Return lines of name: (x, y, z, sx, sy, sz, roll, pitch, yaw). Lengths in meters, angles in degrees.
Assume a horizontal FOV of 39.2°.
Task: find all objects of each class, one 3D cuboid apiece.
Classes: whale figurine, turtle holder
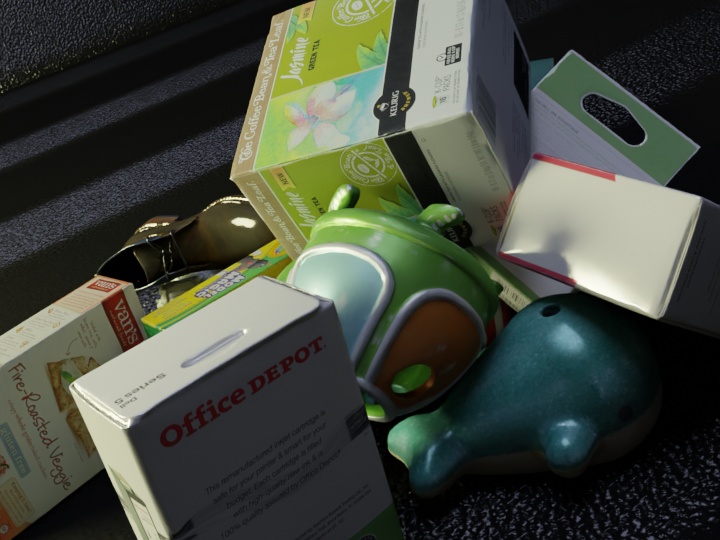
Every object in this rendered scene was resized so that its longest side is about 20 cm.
whale figurine: (0.112, 0.085, 0.716, 0.199, 0.104, 0.159, -21, 26, -6)
turtle holder: (-0.002, 0.025, 0.714, 0.184, 0.141, 0.132, 21, 68, 16)

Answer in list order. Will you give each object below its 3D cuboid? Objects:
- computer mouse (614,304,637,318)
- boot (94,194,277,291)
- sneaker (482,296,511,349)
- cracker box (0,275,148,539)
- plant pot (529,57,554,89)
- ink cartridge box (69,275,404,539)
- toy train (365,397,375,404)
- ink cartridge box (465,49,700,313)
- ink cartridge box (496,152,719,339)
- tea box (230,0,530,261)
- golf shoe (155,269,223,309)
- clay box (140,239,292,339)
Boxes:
computer mouse: (0.241, -0.013, 0.919, 0.058, 0.034, 0.200, -3, 29, 23)
boot: (-0.160, -0.014, 0.955, 0.199, 0.075, 0.097, -10, 23, 36)
sneaker: (0.053, -0.002, 0.888, 0.112, 0.071, 0.201, -14, 57, -32)
cracker box: (-0.258, 0.112, 0.846, 0.057, 0.135, 0.200, 8, 35, 41)
plant pot: (0.095, -0.103, 0.996, 0.198, 0.142, 0.142, -2, 49, 15)
ink cartridge box: (-0.068, 0.126, 0.626, 0.145, 0.201, 0.084, -31, 29, -29)
toy train: (-0.075, 0.097, 0.806, 0.200, 0.087, 0.114, -33, 42, -31)
ink cartridge box: (0.165, -0.070, 0.853, 0.145, 0.048, 0.200, 41, 76, 15)
ink cartridge box: (0.220, -0.008, 0.730, 0.199, 0.083, 0.146, 15, 6, -43)
tea box: (0.025, -0.122, 0.807, 0.196, 0.134, 0.201, -14, 46, 23)
golf shoe: (-0.149, 0.033, 1.018, 0.096, 0.079, 0.200, -9, 27, 1)
clay box: (-0.084, 0.047, 0.896, 0.199, 0.116, 0.047, -33, 29, -30)
